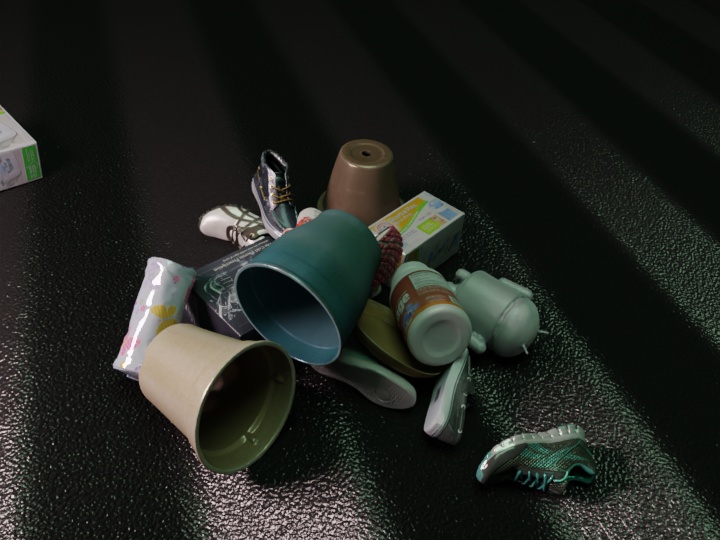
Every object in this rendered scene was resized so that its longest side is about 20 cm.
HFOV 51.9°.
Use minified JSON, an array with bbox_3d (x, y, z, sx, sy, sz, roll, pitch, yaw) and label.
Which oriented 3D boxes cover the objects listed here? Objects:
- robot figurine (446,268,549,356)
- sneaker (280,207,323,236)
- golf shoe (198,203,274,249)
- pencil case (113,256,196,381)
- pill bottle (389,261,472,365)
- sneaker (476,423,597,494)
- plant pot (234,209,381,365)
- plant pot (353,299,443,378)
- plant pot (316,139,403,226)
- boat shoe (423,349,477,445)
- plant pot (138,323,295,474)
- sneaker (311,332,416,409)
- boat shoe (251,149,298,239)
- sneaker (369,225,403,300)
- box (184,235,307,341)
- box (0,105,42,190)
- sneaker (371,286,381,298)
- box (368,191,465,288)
[{"bbox_3d":[0.239,0.078,1.333,0.199,0.114,0.169,34,63,30],"label":"robot figurine"},{"bbox_3d":[-0.102,-0.066,1.345,0.107,0.068,0.202,18,27,-36],"label":"sneaker"},{"bbox_3d":[-0.232,-0.077,1.486,0.195,0.079,0.095,3,40,-2],"label":"golf shoe"},{"bbox_3d":[-0.336,0.079,1.210,0.082,0.204,0.090,25,-18,-36],"label":"pencil case"},{"bbox_3d":[0.112,0.066,1.278,0.110,0.114,0.201,-3,26,-11],"label":"pill bottle"},{"bbox_3d":[0.271,0.296,1.112,0.196,0.079,0.092,-11,46,-17],"label":"sneaker"},{"bbox_3d":[-0.065,0.010,1.168,0.197,0.202,0.189,24,52,21],"label":"plant pot"},{"bbox_3d":[0.055,0.119,1.264,0.198,0.028,0.201,32,16,-10],"label":"plant pot"},{"bbox_3d":[0.004,-0.171,1.553,0.196,0.177,0.202,3,40,-2],"label":"plant pot"},{"bbox_3d":[0.160,0.204,1.216,0.066,0.070,0.201,33,35,-4],"label":"boat shoe"},{"bbox_3d":[-0.229,0.173,1.121,0.181,0.204,0.200,20,40,35],"label":"plant pot"},{"bbox_3d":[0.023,0.150,1.253,0.198,0.075,0.118,24,40,19],"label":"sneaker"},{"bbox_3d":[-0.162,-0.146,1.466,0.070,0.092,0.202,-9,51,-30],"label":"boat shoe"},{"bbox_3d":[0.000,0.000,1.343,0.080,0.201,0.075,25,18,-44],"label":"sneaker"},{"bbox_3d":[-0.185,0.058,1.310,0.198,0.106,0.181,-29,52,-35],"label":"box"},{"bbox_3d":[-0.823,-0.257,1.611,0.175,0.098,0.199,-25,50,-35],"label":"box"},{"bbox_3d":[-0.042,-0.023,1.444,0.197,0.082,0.077,24,44,22],"label":"sneaker"},{"bbox_3d":[0.105,-0.059,1.487,0.112,0.103,0.199,31,46,27],"label":"box"}]
